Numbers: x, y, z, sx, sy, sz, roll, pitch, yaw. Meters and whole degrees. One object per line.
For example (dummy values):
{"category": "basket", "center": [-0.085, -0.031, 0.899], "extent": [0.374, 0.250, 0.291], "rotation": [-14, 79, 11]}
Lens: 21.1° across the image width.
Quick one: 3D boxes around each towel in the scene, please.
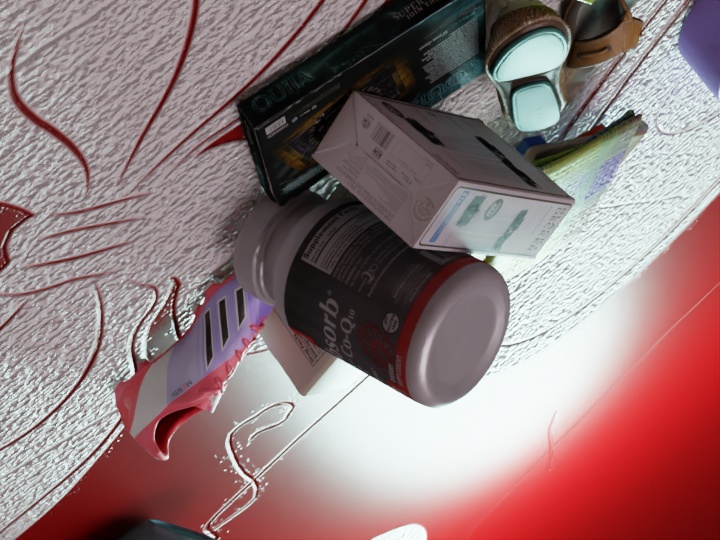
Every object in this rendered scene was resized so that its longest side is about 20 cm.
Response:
{"category": "towel", "center": [0.169, -0.058, 1.717], "extent": [0.143, 0.023, 0.201], "rotation": [-29, 159, -26]}

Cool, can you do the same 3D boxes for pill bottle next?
{"category": "pill bottle", "center": [0.006, 0.014, 1.472], "extent": [0.116, 0.199, 0.117], "rotation": [-32, 136, -38]}

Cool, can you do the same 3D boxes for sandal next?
{"category": "sandal", "center": [0.193, -0.185, 1.571], "extent": [0.081, 0.055, 0.201], "rotation": [-20, 153, -35]}

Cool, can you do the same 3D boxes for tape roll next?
{"category": "tape roll", "center": [0.384, -0.238, 1.742], "extent": [0.199, 0.066, 0.201], "rotation": [-30, 158, -14]}

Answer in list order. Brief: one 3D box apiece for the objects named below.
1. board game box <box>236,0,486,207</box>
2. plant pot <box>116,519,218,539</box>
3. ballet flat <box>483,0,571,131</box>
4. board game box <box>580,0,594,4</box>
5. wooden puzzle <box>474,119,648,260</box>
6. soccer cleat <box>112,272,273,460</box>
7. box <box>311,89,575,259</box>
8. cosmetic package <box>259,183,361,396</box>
{"category": "board game box", "center": [0.006, -0.136, 1.426], "extent": [0.199, 0.028, 0.135], "rotation": [-33, 159, -9]}
{"category": "plant pot", "center": [-0.187, 0.323, 1.895], "extent": [0.200, 0.199, 0.136], "rotation": [27, 81, -66]}
{"category": "ballet flat", "center": [0.125, -0.170, 1.488], "extent": [0.070, 0.066, 0.200], "rotation": [-12, 162, -1]}
{"category": "board game box", "center": [0.199, -0.285, 1.389], "extent": [0.200, 0.048, 0.101], "rotation": [-46, 157, 23]}
{"category": "wooden puzzle", "center": [0.156, -0.067, 1.778], "extent": [0.199, 0.046, 0.186], "rotation": [-19, 153, -47]}
{"category": "soccer cleat", "center": [-0.121, 0.070, 1.589], "extent": [0.200, 0.077, 0.067], "rotation": [-43, 157, 17]}
{"category": "box", "center": [0.066, -0.068, 1.448], "extent": [0.060, 0.117, 0.199], "rotation": [-56, 155, 17]}
{"category": "cosmetic package", "center": [0.000, 0.000, 1.595], "extent": [0.071, 0.106, 0.200], "rotation": [-6, 145, -52]}
